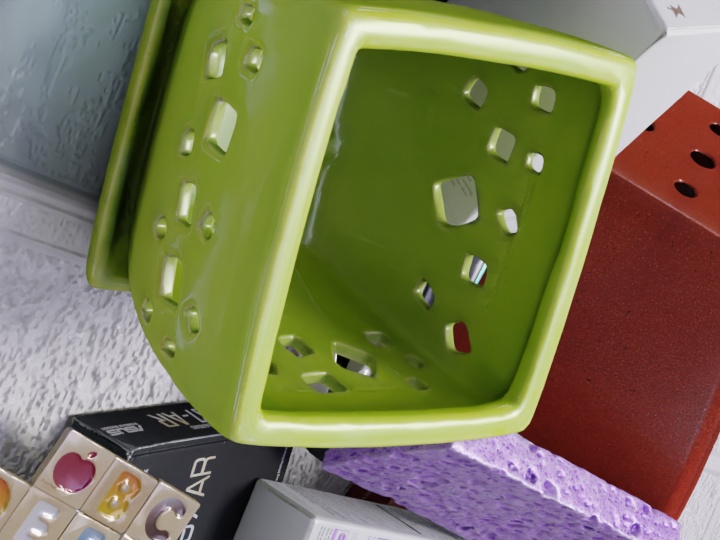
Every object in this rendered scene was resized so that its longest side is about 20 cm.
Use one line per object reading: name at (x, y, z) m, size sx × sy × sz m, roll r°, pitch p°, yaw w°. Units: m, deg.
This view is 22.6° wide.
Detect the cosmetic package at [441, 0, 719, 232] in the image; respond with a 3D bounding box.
cosmetic package at (0.102, -0.112, 0.966) m, size 0.084 × 0.108 × 0.200 m, roll -8°, pitch 156°, yaw -42°

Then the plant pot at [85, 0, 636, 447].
plant pot at (-0.014, -0.045, 0.869) m, size 0.198 × 0.181 × 0.202 m, roll 3°, pitch 110°, yaw -42°

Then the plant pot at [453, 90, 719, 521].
plant pot at (0.174, -0.004, 1.123) m, size 0.200 × 0.199 × 0.177 m, roll -49°, pitch 168°, yaw -51°

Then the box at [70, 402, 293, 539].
box at (-0.121, 0.175, 1.015) m, size 0.160 × 0.043 × 0.202 m, roll -1°, pitch 112°, yaw -58°

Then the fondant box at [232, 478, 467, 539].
fondant box at (-0.006, 0.216, 1.087) m, size 0.199 × 0.058 × 0.146 m, roll 20°, pitch 94°, yaw -46°

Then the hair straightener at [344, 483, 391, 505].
hair straightener at (-0.023, 0.221, 1.204) m, size 0.201 × 0.041 × 0.077 m, roll -54°, pitch 149°, yaw -30°

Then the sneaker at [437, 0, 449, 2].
sneaker at (-0.004, -0.174, 0.932) m, size 0.199 × 0.070 × 0.090 m, roll 9°, pitch 137°, yaw -46°

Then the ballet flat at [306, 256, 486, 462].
ballet flat at (0.016, 0.024, 1.058) m, size 0.073 × 0.073 × 0.201 m, roll 14°, pitch 107°, yaw -60°

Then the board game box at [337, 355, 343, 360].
board game box at (0.000, 0.000, 1.102) m, size 0.096 × 0.030 × 0.201 m, roll -52°, pitch 145°, yaw -21°

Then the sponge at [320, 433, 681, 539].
sponge at (0.084, 0.132, 1.050) m, size 0.199 × 0.111 × 0.030 m, roll 31°, pitch 60°, yaw -35°

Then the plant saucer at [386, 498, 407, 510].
plant saucer at (0.043, 0.193, 1.237) m, size 0.201 × 0.037 × 0.200 m, roll -55°, pitch 163°, yaw -10°

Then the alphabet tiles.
alphabet tiles at (-0.170, 0.182, 0.913) m, size 0.166 × 0.006 × 0.201 m, roll 38°, pitch 85°, yaw -41°
